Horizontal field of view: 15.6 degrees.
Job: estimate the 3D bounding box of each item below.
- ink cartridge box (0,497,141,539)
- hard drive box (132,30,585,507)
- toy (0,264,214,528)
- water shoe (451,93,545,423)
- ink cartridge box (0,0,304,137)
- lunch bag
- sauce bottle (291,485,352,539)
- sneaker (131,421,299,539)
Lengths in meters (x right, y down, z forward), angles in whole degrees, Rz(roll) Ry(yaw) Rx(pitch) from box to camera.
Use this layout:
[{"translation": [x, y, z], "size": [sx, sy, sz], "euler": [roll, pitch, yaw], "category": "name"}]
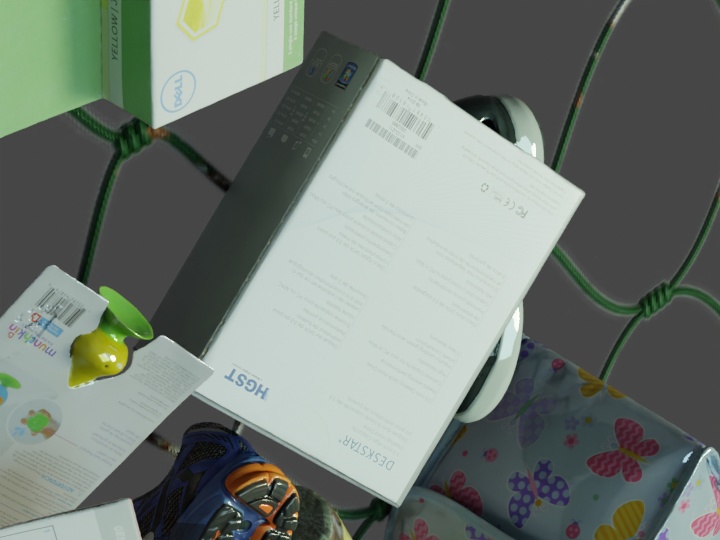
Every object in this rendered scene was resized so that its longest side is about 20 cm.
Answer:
[{"translation": [-0.187, 0.189, 1.325], "size": [0.175, 0.045, 0.201], "euler": [-15, 133, -7], "category": "ink cartridge box"}, {"translation": [0.000, 0.000, 1.404], "size": [0.156, 0.077, 0.201], "euler": [32, 89, -31], "category": "hard drive box"}, {"translation": [-0.182, 0.082, 1.302], "size": [0.200, 0.047, 0.115], "euler": [-43, 130, 15], "category": "toy"}, {"translation": [0.050, -0.007, 1.520], "size": [0.079, 0.071, 0.201], "euler": [-4, 112, -28], "category": "water shoe"}, {"translation": [-0.111, -0.136, 1.249], "size": [0.200, 0.048, 0.146], "euler": [-28, 135, -38], "category": "ink cartridge box"}, {"translation": [0.117, 0.168, 1.620], "size": [0.200, 0.169, 0.127], "euler": [-55, 145, -3], "category": "lunch bag"}, {"translation": [-0.014, 0.206, 1.583], "size": [0.065, 0.065, 0.200], "euler": [-47, 140, -15], "category": "sauce bottle"}, {"translation": [-0.104, 0.166, 1.448], "size": [0.075, 0.079, 0.200], "euler": [16, 120, -40], "category": "sneaker"}]
